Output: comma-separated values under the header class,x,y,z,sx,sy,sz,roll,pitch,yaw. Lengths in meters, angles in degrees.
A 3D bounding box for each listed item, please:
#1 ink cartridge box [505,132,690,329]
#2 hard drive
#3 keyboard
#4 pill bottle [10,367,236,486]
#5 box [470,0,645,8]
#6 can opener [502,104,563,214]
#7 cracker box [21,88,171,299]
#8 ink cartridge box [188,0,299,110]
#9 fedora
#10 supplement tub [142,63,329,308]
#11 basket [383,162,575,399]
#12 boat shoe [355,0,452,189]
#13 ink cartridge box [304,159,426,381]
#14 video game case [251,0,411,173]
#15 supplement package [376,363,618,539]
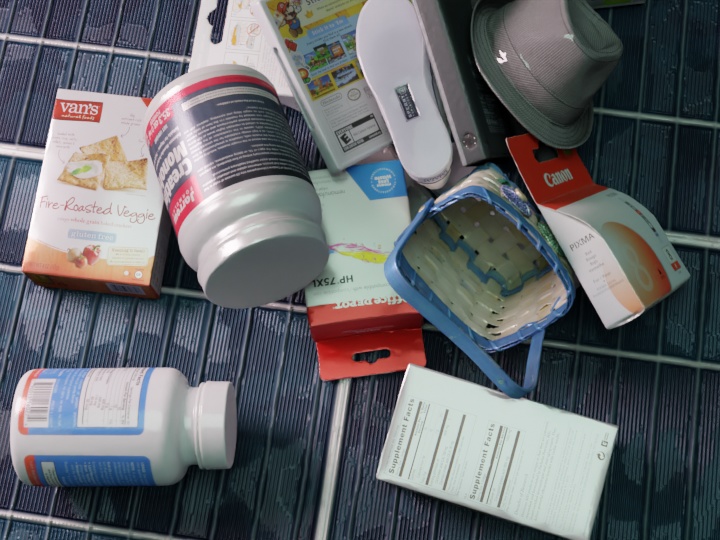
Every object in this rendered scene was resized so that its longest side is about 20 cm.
class,x,y,z,sx,sy,sz,roll,pitch,yaw
ink cartridge box,0.232,-0.056,1.150,0.050,0.162,0.202,-29,85,32
hard drive,0.101,-0.204,1.190,0.033,0.139,0.202,-17,90,20
keyboard,0.148,-0.048,1.239,0.056,0.011,0.200,-42,77,-15
pill bottle,-0.221,0.149,1.142,0.197,0.112,0.114,0,74,2
box,0.204,-0.342,1.265,0.197,0.113,0.103,-6,73,1
can opener,0.184,-0.146,1.239,0.052,0.067,0.202,-16,69,-3
cracker box,-0.260,-0.080,1.236,0.132,0.058,0.202,6,74,3
ink cartridge box,-0.072,-0.252,1.281,0.198,0.050,0.164,6,75,8
fedora,0.197,-0.221,1.189,0.090,0.200,0.177,-38,96,31
supplement tub,-0.118,-0.081,1.143,0.139,0.141,0.201,-20,64,-4
basket,0.110,0.002,1.113,0.176,0.139,0.201,43,41,-14
boat shoe,0.044,-0.174,1.180,0.073,0.065,0.202,-13,75,7
ink cartridge box,0.000,0.000,1.199,0.115,0.067,0.202,-8,74,0
video game case,0.009,-0.219,1.217,0.199,0.023,0.183,-29,96,-30
supplement package,0.124,0.172,1.119,0.198,0.114,0.111,16,81,7
